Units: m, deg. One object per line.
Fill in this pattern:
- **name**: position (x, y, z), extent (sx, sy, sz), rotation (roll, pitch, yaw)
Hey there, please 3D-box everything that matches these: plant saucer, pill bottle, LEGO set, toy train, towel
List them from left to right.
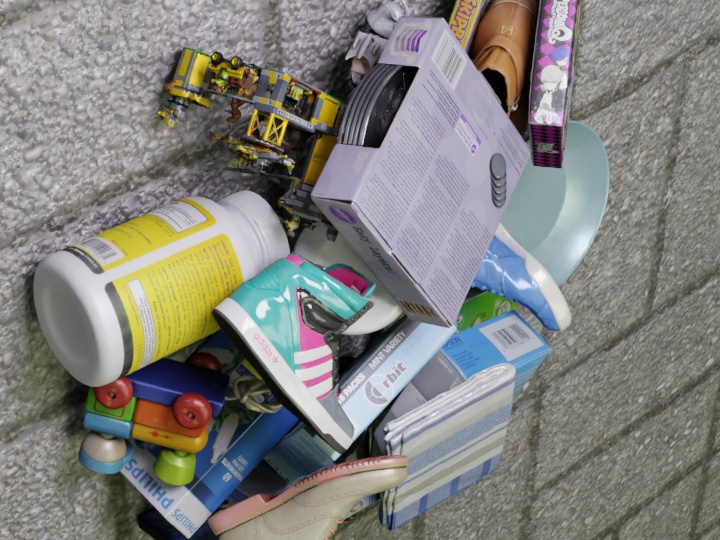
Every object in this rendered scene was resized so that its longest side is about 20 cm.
- **pill bottle**: position (-0.161, 0.008, 1.433), extent (0.199, 0.112, 0.113), rotation (-25, 137, -33)
- **toy train**: position (-0.148, 0.140, 1.516), extent (0.085, 0.198, 0.117), rotation (-82, -172, -62)
- **LEGO set**: position (-0.076, -0.096, 1.419), extent (0.200, 0.153, 0.117), rotation (21, 87, -62)
- **pill bottle**: position (0.000, 0.000, 1.572), extent (0.113, 0.112, 0.200), rotation (-54, 177, 3)
- **towel**: position (0.081, 0.170, 1.659), extent (0.146, 0.024, 0.201), rotation (-27, 151, -17)
- **plant saucer**: position (0.187, -0.067, 1.833), extent (0.200, 0.039, 0.203), rotation (-23, 126, -36)

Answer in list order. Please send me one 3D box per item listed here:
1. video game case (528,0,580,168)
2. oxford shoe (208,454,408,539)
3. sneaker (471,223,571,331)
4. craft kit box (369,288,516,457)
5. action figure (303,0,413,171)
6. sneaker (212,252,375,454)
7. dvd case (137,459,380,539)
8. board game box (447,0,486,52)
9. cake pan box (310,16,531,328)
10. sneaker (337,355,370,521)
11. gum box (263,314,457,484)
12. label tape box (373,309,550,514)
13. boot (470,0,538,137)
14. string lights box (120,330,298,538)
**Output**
- **video game case**: position (0.181, -0.202, 1.593), extent (0.200, 0.035, 0.183), rotation (50, 46, -80)
- **oxford shoe**: position (-0.039, 0.223, 1.572), extent (0.198, 0.075, 0.071), rotation (-24, 169, 17)
- **sneaker**: position (0.112, 0.006, 1.717), extent (0.111, 0.200, 0.077), rotation (-41, -175, -6)
- **craft kit box**: position (0.089, 0.116, 1.841), extent (0.197, 0.048, 0.202), rotation (-25, 127, -50)
- **action figure**: position (0.014, -0.159, 1.534), extent (0.130, 0.069, 0.201), rotation (-43, 157, -46)
- **sneaker**: position (-0.030, 0.056, 1.439), extent (0.121, 0.083, 0.201), rotation (-44, 134, -11)
- **dvd case**: position (-0.099, 0.232, 1.690), extent (0.199, 0.142, 0.018), rotation (-26, 124, -33)
- **board game box**: position (0.084, -0.199, 1.573), extent (0.096, 0.030, 0.202), rotation (-60, 167, -74)
- **cake pan box**: position (0.054, -0.081, 1.424), extent (0.200, 0.052, 0.186), rotation (48, 58, -46)
- **sneaker**: position (-0.018, 0.162, 1.810), extent (0.089, 0.076, 0.202), rotation (-60, 161, -53)
- **gum box**: position (-0.004, 0.118, 1.623), extent (0.170, 0.045, 0.200), rotation (-46, -179, -19)
- **label tape box**: position (0.087, 0.143, 1.741), extent (0.143, 0.066, 0.201), rotation (-20, 151, -49)
- **boot**: position (0.124, -0.151, 1.597), extent (0.156, 0.076, 0.201), rotation (-71, 177, -49)
- **string lights box**: position (-0.131, 0.136, 1.602), extent (0.200, 0.103, 0.059), rotation (-47, 147, -9)
